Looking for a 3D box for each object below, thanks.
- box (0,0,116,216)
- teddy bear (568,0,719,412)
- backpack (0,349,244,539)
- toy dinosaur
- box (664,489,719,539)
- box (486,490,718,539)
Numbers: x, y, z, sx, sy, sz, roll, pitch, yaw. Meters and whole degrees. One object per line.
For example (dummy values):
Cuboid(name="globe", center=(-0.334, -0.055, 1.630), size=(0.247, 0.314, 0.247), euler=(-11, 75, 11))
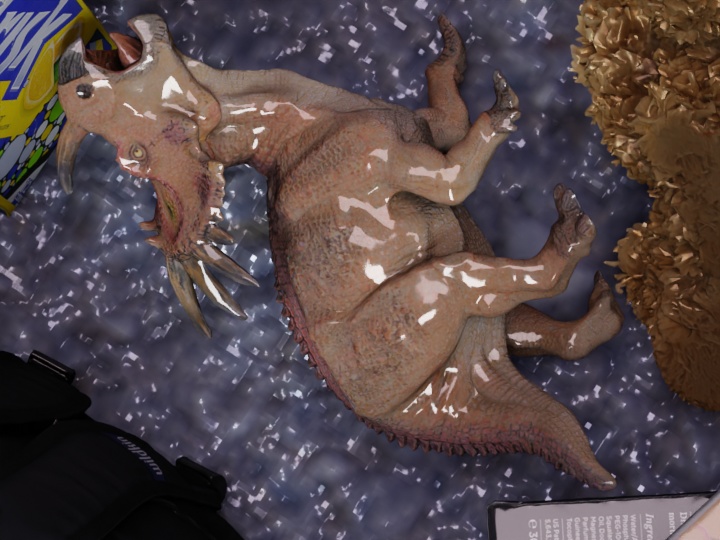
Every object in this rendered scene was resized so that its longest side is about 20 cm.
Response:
Cuboid(name="box", center=(-0.129, -0.075, 0.862), size=(0.064, 0.200, 0.070), euler=(33, 86, 6))
Cuboid(name="teddy bear", center=(0.126, -0.044, 0.854), size=(0.144, 0.201, 0.067), euler=(5, 41, 33))
Cuboid(name="backpack", center=(-0.125, 0.093, 0.838), size=(0.163, 0.200, 0.154), euler=(37, 85, 7))
Cuboid(name="toy dinosaur", center=(0.000, 0.000, 0.901), size=(0.135, 0.086, 0.201), euler=(-31, 82, -1))
Cuboid(name="box", center=(0.100, 0.164, 0.783), size=(0.200, 0.106, 0.152), euler=(-43, 81, -2))
Cuboid(name="box", center=(0.115, 0.169, 0.873), size=(0.140, 0.079, 0.201), euler=(-3, 82, 7))
